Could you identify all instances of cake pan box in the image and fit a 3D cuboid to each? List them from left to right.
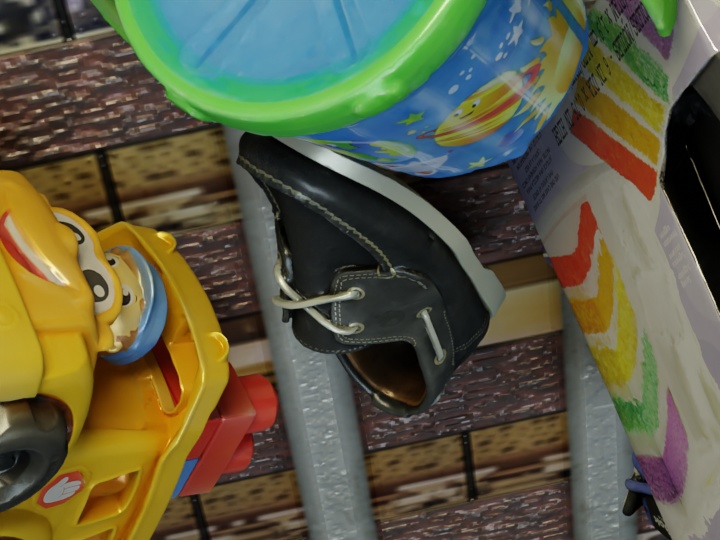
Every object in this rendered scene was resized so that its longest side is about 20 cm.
[{"bbox_3d":[0.127,-0.008,0.976,0.052,0.185,0.200,-20,167,-20],"label":"cake pan box"}]

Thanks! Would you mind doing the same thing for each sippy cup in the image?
[{"bbox_3d":[0.008,-0.093,0.921,0.140,0.178,0.130,-52,148,5],"label":"sippy cup"}]

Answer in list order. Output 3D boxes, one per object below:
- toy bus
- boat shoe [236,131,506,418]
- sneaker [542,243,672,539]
[{"bbox_3d":[-0.114,0.044,1.075,0.191,0.136,0.200,-8,144,-31],"label":"toy bus"},{"bbox_3d":[0.000,0.000,1.052,0.068,0.072,0.200,-55,154,-8],"label":"boat shoe"},{"bbox_3d":[0.141,0.054,1.156,0.199,0.080,0.116,31,81,-45],"label":"sneaker"}]
